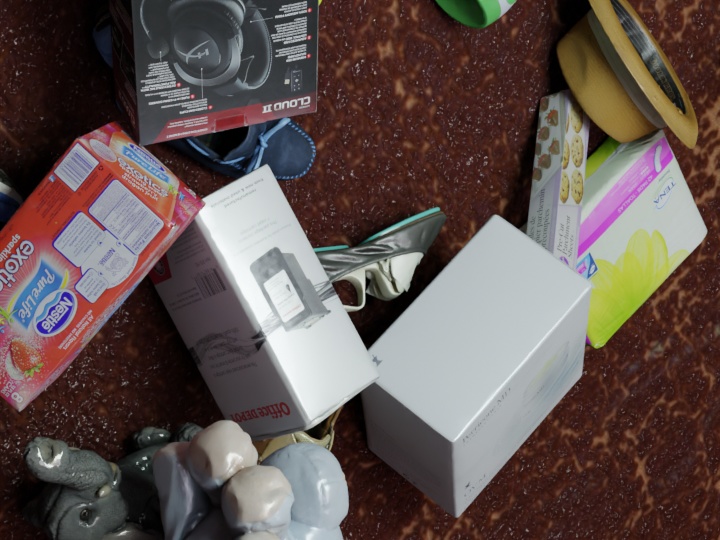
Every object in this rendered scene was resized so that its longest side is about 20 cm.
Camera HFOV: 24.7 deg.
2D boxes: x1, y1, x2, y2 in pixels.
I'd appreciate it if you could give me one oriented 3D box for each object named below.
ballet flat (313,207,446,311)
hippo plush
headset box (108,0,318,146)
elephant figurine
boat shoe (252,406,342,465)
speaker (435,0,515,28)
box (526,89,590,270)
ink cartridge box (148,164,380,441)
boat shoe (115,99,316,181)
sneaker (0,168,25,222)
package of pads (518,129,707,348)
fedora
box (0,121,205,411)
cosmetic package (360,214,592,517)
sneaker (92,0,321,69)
[{"bbox_3d":[0.000,0.000,1.514,0.199,0.068,0.069,-18,84,-26],"label":"ballet flat"},{"bbox_3d":[-0.064,0.215,1.304,0.160,0.159,0.201,0,92,-40],"label":"hippo plush"},{"bbox_3d":[-0.111,-0.191,1.248,0.148,0.077,0.201,-13,133,-17],"label":"headset box"},{"bbox_3d":[-0.216,0.199,1.368,0.199,0.141,0.156,-8,93,-43],"label":"elephant figurine"},{"bbox_3d":[-0.063,0.144,1.487,0.075,0.074,0.201,8,112,-36],"label":"boat shoe"},{"bbox_3d":[0.148,-0.320,1.527,0.200,0.088,0.089,-50,127,-15],"label":"speaker"},{"bbox_3d":[0.193,-0.079,1.610,0.041,0.039,0.201,29,60,-38],"label":"box"},{"bbox_3d":[-0.089,0.032,1.361,0.083,0.145,0.201,-31,96,-30],"label":"ink cartridge box"},{"bbox_3d":[-0.114,-0.112,1.393,0.199,0.069,0.085,11,96,-39],"label":"boat shoe"},{"bbox_3d":[-0.348,-0.056,1.234,0.199,0.079,0.090,8,108,-33],"label":"sneaker"},{"bbox_3d":[0.263,-0.035,1.709,0.200,0.068,0.155,-44,125,-19],"label":"package of pads"},{"bbox_3d":[0.254,-0.192,1.625,0.082,0.201,0.200,-32,131,21],"label":"fedora"},{"bbox_3d":[-0.223,-0.004,1.253,0.100,0.095,0.200,41,106,-1],"label":"box"},{"bbox_3d":[0.107,0.093,1.536,0.199,0.123,0.200,-46,157,-18],"label":"cosmetic package"},{"bbox_3d":[-0.123,-0.219,1.333,0.199,0.083,0.071,-18,136,-16],"label":"sneaker"}]
